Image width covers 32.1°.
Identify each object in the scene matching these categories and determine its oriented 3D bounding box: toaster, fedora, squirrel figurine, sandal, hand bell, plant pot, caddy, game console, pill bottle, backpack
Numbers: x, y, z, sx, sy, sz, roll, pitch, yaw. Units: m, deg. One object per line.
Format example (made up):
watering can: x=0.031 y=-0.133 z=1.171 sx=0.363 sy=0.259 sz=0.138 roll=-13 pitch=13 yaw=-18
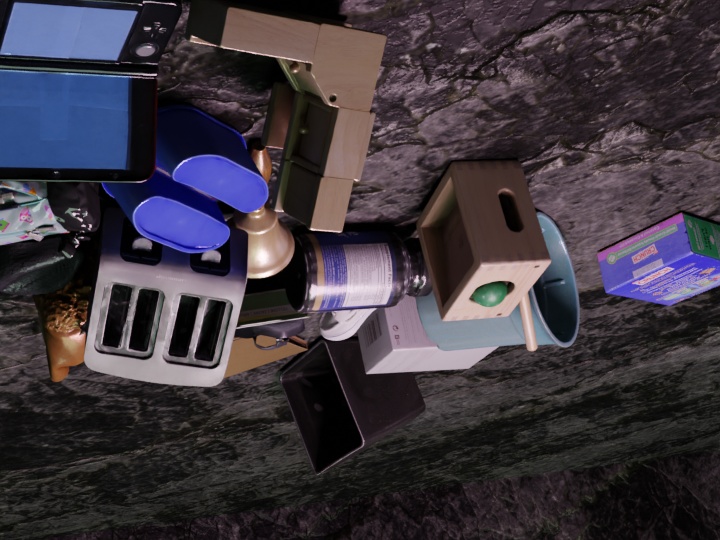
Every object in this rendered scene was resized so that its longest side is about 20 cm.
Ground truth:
toaster: x=-0.241 y=0.039 z=1.521 sx=0.181 sy=0.119 sz=0.200 roll=10 pitch=119 yaw=-12
fedora: x=-0.393 y=-0.027 z=1.516 sx=0.200 sy=0.092 sz=0.201 roll=-10 pitch=160 yaw=-4
squirrel figurine: x=-0.335 y=0.043 z=1.679 sx=0.186 sy=0.142 sz=0.200 roll=-12 pitch=163 yaw=-18
sandal: x=-0.138 y=0.097 z=1.913 sx=0.076 sy=0.043 sz=0.200 roll=-10 pitch=-179 yaw=-23
hand bell: x=-0.128 y=-0.087 z=1.541 sx=0.104 sy=0.104 sz=0.200 roll=-7 pitch=148 yaw=-11
plant pot: x=0.199 y=0.031 z=1.868 sx=0.196 sy=0.201 sz=0.200 roll=-12 pitch=161 yaw=28
caddy: x=-0.199 y=-0.107 z=1.404 sx=0.141 sy=0.105 sz=0.200 roll=-42 pitch=150 yaw=14
plant pot: x=-0.004 y=0.230 z=2.277 sx=0.177 sy=0.200 sz=0.200 roll=-13 pitch=163 yaw=-34
game console: x=-0.274 y=-0.173 z=1.169 sx=0.200 sy=0.119 sz=0.172 roll=-1 pitch=157 yaw=-26
pill bottle: x=0.000 y=0.000 z=1.768 sx=0.200 sy=0.112 sz=0.112 roll=-3 pitch=158 yaw=-22
backpack: x=-0.375 y=-0.099 z=1.287 sx=0.200 sy=0.167 sz=0.127 roll=-7 pitch=141 yaw=1

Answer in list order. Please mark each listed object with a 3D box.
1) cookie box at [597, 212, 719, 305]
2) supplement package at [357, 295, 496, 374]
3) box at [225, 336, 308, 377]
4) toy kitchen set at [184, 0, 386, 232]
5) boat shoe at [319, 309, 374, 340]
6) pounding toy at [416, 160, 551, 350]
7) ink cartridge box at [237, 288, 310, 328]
cookie box: x=0.516 y=-0.014 z=2.051 sx=0.171 sy=0.075 sz=0.200 roll=-28 pitch=154 yaw=38
supplement package: x=0.109 y=0.094 z=2.061 sx=0.200 sy=0.117 sz=0.117 roll=0 pitch=156 yaw=-26
box: x=-0.214 y=0.142 z=2.148 sx=0.200 sy=0.021 sz=0.163 roll=-20 pitch=158 yaw=21
toy kitchen set: x=-0.106 y=-0.162 z=1.247 sx=0.180 sy=0.200 sz=0.163 roll=4 pitch=-164 yaw=-34
boat shoe: x=-0.016 y=0.044 z=1.949 sx=0.065 sy=0.074 sz=0.200 roll=11 pitch=140 yaw=-36
pounding toy: x=0.179 y=-0.014 z=1.675 sx=0.142 sy=0.200 sz=0.184 roll=-4 pitch=152 yaw=-19
ink cartridge box: x=-0.152 y=0.056 z=1.836 sx=0.145 sy=0.048 sz=0.200 roll=-9 pitch=178 yaw=-6
